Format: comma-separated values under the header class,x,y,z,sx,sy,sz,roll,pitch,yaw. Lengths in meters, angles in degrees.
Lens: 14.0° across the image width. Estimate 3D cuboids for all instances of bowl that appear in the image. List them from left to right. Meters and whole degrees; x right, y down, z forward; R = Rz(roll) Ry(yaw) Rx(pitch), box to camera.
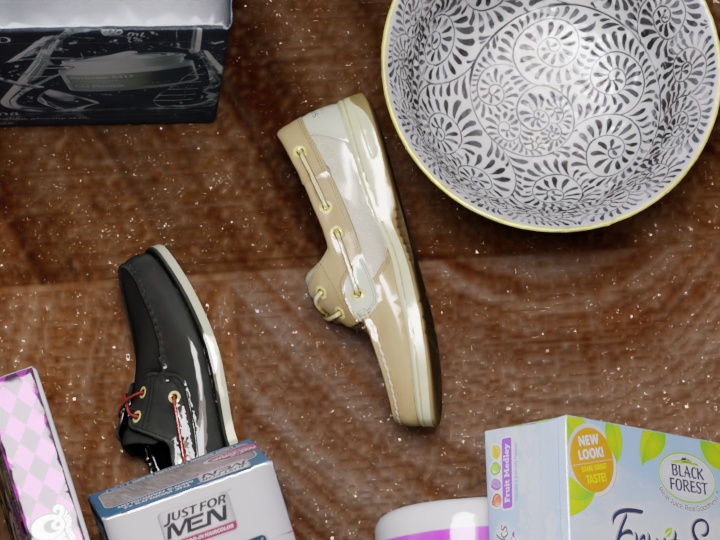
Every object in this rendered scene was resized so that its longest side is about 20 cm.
class,x,y,z,sx,sy,sz,roll,pitch,yaw
bowl,0.106,-0.109,1.733,0.199,0.094,0.202,1,77,-5

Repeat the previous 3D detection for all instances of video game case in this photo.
class,x,y,z,sx,sy,sz,roll,pitch,yaw
video game case,-0.163,0.167,1.594,0.036,0.181,0.201,-16,79,-10

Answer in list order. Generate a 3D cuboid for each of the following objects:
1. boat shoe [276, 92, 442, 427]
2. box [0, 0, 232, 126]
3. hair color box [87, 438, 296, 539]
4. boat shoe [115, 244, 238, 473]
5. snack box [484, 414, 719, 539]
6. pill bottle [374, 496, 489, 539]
class,x,y,z,sx,sy,sz,roll,pitch,yaw
boat shoe,0.000,0.000,1.714,0.066,0.074,0.201,-15,76,4
box,-0.176,-0.164,1.665,0.199,0.197,0.125,-2,76,-6
hair color box,-0.072,0.205,1.617,0.099,0.061,0.201,-18,103,-10
boat shoe,-0.106,0.085,1.674,0.063,0.074,0.203,-13,82,-17
snack box,0.159,0.177,1.629,0.199,0.067,0.170,14,69,-45
pill bottle,0.065,0.232,1.640,0.104,0.104,0.201,-3,76,-6
